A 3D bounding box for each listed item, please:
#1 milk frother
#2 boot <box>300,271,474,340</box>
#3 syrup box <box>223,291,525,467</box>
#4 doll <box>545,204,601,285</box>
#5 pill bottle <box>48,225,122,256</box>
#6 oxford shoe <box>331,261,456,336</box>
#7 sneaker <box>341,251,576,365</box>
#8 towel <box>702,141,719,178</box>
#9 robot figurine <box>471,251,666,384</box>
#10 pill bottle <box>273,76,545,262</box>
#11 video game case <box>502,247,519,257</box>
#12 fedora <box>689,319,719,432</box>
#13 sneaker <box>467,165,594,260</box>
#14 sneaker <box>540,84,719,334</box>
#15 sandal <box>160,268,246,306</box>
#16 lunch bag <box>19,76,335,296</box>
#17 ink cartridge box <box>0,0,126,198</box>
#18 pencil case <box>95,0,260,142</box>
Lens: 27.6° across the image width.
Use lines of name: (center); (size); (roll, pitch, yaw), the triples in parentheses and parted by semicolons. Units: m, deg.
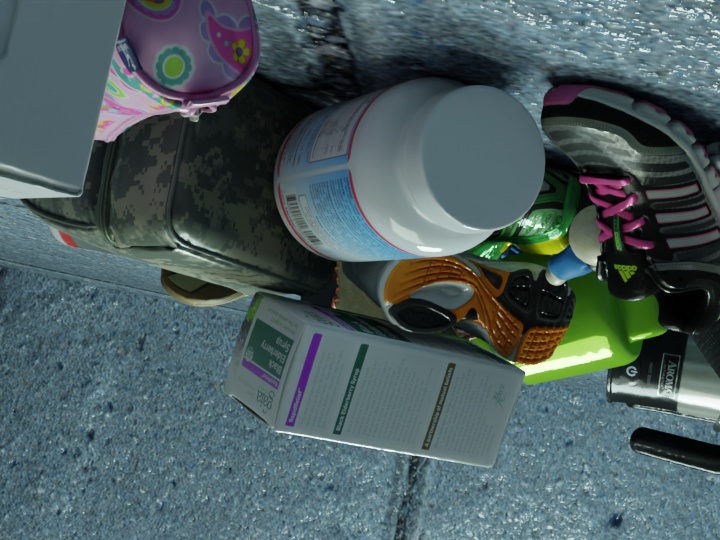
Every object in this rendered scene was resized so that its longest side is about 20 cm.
milk frother: (0.383, 0.107, 1.644); (0.187, 0.181, 0.200); (11, -144, 16)
boot: (0.049, 0.015, 1.275); (0.199, 0.075, 0.097); (4, -154, 40)
syrup box: (0.012, 0.079, 1.049); (0.199, 0.082, 0.079); (15, -174, -34)
doll: (0.190, -0.017, 1.006); (0.136, 0.049, 0.200); (-15, 172, 27)
pill bottle: (-0.148, -0.060, 1.213); (0.199, 0.114, 0.114); (10, 173, 13)
oxford shoe: (0.000, 0.000, 1.174); (0.075, 0.200, 0.070); (-33, 171, 11)
sneaker: (0.074, 0.011, 1.077); (0.199, 0.076, 0.092); (19, -171, -40)
towel: (0.275, -0.054, 0.888); (0.146, 0.030, 0.200); (18, 171, -23)
robot figurine: (0.170, 0.037, 1.286); (0.199, 0.116, 0.175); (-14, -172, 25)
pill bottle: (0.029, -0.061, 0.913); (0.108, 0.109, 0.200); (15, 173, -24)
video game case: (0.078, -0.029, 1.451); (0.143, 0.018, 0.200); (10, 172, 26)
fedora: (0.301, 0.025, 1.063); (0.092, 0.201, 0.201); (45, -178, 15)
sneaker: (0.084, -0.051, 1.095); (0.085, 0.078, 0.200); (24, 159, -28)
sneaker: (0.168, -0.030, 0.872); (0.200, 0.088, 0.074); (41, 162, -33)
sandal: (-0.114, -0.010, 1.385); (0.080, 0.054, 0.200); (31, -144, 13)
lunch bag: (-0.128, -0.064, 1.028); (0.167, 0.140, 0.200); (0, 168, 35)
ink cartridge box: (-0.208, -0.114, 0.754); (0.084, 0.145, 0.200); (16, 172, -37)
pencil case: (-0.125, -0.119, 0.817); (0.087, 0.088, 0.200); (16, 173, -27)
